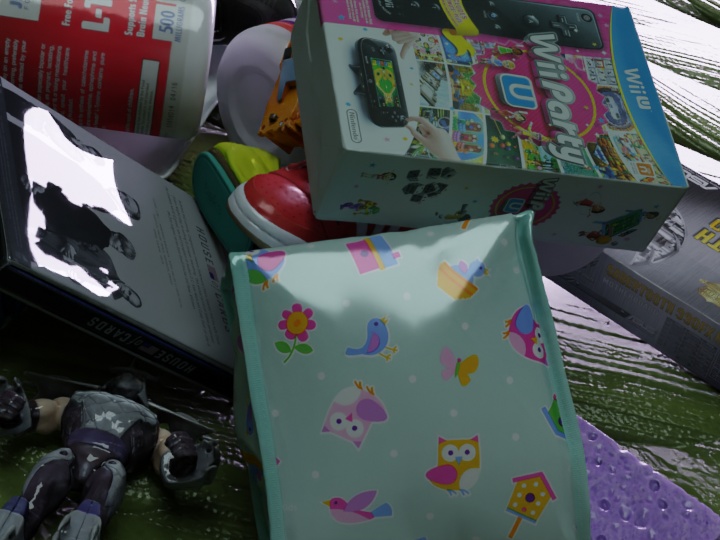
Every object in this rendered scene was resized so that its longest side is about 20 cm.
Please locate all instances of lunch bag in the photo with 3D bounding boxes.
[{"bbox_3d":[0.022,0.084,0.757,0.170,0.122,0.201,-9,82,-10],"label":"lunch bag"}]

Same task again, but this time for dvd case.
[{"bbox_3d":[-0.140,-0.017,0.841,0.200,0.025,0.151,33,28,-45],"label":"dvd case"}]

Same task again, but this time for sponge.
[{"bbox_3d":[0.096,0.123,0.836,0.200,0.030,0.111,35,48,24],"label":"sponge"}]

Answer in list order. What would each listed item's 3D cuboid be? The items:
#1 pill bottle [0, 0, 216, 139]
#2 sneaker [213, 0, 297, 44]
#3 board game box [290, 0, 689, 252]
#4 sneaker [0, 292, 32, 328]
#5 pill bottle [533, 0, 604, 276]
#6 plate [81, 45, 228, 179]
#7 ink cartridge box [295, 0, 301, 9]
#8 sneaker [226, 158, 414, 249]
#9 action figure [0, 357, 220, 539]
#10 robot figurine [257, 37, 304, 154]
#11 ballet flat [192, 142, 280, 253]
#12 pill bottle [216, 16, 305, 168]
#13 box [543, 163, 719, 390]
[{"bbox_3d":[-0.202,-0.155,0.983,0.199,0.113,0.112,7,37,-10],"label":"pill bottle"},{"bbox_3d":[-0.148,-0.191,1.092,0.199,0.067,0.091,10,39,0],"label":"sneaker"},{"bbox_3d":[0.068,-0.092,0.832,0.199,0.064,0.148,5,51,-18],"label":"board game box"},{"bbox_3d":[-0.205,-0.006,0.867,0.115,0.081,0.200,11,35,-1],"label":"sneaker"},{"bbox_3d":[0.120,-0.094,0.990,0.112,0.112,0.200,8,44,-8],"label":"pill bottle"},{"bbox_3d":[-0.203,-0.134,1.075,0.199,0.032,0.200,17,37,5],"label":"plate"},{"bbox_3d":[-0.008,-0.251,1.282,0.160,0.050,0.200,22,39,10],"label":"ink cartridge box"},{"bbox_3d":[0.010,-0.057,0.858,0.071,0.113,0.200,50,23,19],"label":"sneaker"},{"bbox_3d":[-0.142,0.104,0.758,0.130,0.070,0.200,8,32,7],"label":"action figure"},{"bbox_3d":[0.010,-0.151,0.983,0.058,0.145,0.201,0,61,46],"label":"robot figurine"},{"bbox_3d":[-0.045,-0.004,0.886,0.067,0.067,0.200,1,46,-29],"label":"ballet flat"},{"bbox_3d":[-0.001,-0.141,1.085,0.200,0.113,0.112,-22,50,-38],"label":"pill bottle"},{"bbox_3d":[0.247,0.004,1.034,0.200,0.048,0.158,35,41,25],"label":"box"}]
